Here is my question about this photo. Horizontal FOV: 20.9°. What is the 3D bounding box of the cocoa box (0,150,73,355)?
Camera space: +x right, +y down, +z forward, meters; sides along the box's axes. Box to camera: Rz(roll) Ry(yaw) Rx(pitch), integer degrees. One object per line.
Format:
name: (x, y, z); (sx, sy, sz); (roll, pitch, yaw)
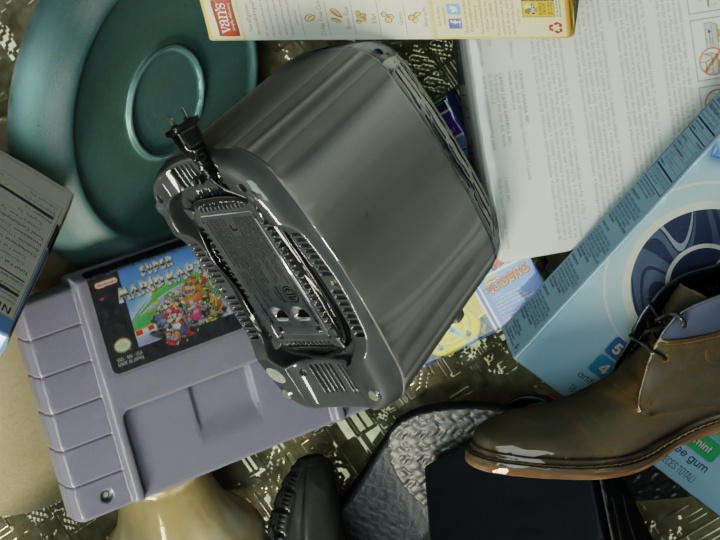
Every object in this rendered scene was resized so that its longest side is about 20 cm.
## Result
cocoa box: (-0.254, 0.031, 0.978); (0.133, 0.132, 0.200); (29, 122, -12)

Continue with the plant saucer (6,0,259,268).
plant saucer: (-0.114, -0.095, 1.075); (0.027, 0.200, 0.202); (16, 107, 31)

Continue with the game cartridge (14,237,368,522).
game cartridge: (-0.086, 0.044, 1.087); (0.199, 0.038, 0.131); (-20, 106, -26)

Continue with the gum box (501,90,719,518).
gum box: (0.206, 0.015, 1.073); (0.170, 0.045, 0.200); (36, 106, -19)

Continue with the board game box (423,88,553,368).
board game box: (0.000, 0.000, 1.155); (0.199, 0.034, 0.136); (-27, 96, 16)

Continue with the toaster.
toaster: (-0.017, -0.032, 1.040); (0.113, 0.129, 0.201); (-6, 123, 52)

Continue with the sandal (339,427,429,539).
sandal: (-0.003, 0.169, 1.199); (0.076, 0.043, 0.200); (44, 99, -7)

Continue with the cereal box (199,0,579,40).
cereal box: (0.022, -0.184, 1.054); (0.198, 0.145, 0.040); (1, 139, 12)

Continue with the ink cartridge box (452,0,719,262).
ink cartridge box: (0.156, -0.101, 1.091); (0.198, 0.050, 0.164); (-10, 97, -7)

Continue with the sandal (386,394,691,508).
sandal: (0.112, 0.106, 1.150); (0.198, 0.045, 0.076); (0, 112, -7)

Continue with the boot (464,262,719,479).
boot: (0.147, 0.048, 1.024); (0.198, 0.075, 0.098); (-9, 106, -13)

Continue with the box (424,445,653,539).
box: (0.122, 0.202, 1.086); (0.104, 0.148, 0.201); (-23, 117, 12)

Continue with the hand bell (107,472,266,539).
hand bell: (-0.126, 0.088, 1.135); (0.103, 0.104, 0.201); (-4, 124, 14)

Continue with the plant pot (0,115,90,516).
plant pot: (-0.220, 0.036, 1.152); (0.186, 0.188, 0.201); (-2, 115, 13)

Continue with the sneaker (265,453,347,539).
sneaker: (-0.011, 0.207, 1.146); (0.090, 0.076, 0.202); (-3, 93, -6)
